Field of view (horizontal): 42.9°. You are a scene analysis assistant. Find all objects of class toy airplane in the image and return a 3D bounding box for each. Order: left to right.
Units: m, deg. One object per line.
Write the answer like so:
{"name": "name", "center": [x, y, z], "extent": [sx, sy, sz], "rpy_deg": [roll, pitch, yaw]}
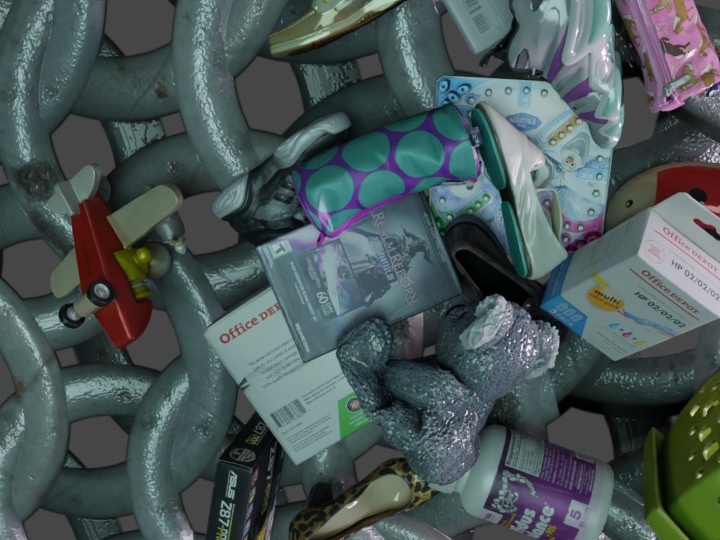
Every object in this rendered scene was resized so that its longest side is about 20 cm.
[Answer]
{"name": "toy airplane", "center": [-0.292, -0.027, 1.095], "extent": [0.200, 0.141, 0.200], "rpy_deg": [25, 101, 41]}

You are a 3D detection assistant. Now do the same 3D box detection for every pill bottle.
{"name": "pill bottle", "center": [0.186, 0.249, 1.083], "extent": [0.200, 0.112, 0.113], "rpy_deg": [18, 108, 5]}

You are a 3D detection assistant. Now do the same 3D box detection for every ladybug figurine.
{"name": "ladybug figurine", "center": [0.367, -0.046, 0.984], "extent": [0.199, 0.072, 0.136], "rpy_deg": [3, 106, 10]}

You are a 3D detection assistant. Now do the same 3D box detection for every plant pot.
{"name": "plant pot", "center": [0.421, 0.239, 0.997], "extent": [0.199, 0.200, 0.181], "rpy_deg": [47, 116, -5]}

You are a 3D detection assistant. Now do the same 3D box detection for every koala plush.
{"name": "koala plush", "center": [0.113, 0.109, 0.986], "extent": [0.200, 0.177, 0.184], "rpy_deg": [-40, 51, 15]}

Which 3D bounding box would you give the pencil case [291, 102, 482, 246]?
{"name": "pencil case", "center": [0.030, -0.104, 0.974], "extent": [0.200, 0.085, 0.093], "rpy_deg": [-22, 82, 2]}

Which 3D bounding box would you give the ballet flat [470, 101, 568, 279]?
{"name": "ballet flat", "center": [0.175, -0.091, 0.988], "extent": [0.069, 0.069, 0.200], "rpy_deg": [-16, 97, 15]}

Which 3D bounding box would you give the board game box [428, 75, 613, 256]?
{"name": "board game box", "center": [0.177, -0.111, 1.026], "extent": [0.199, 0.026, 0.201], "rpy_deg": [5, 107, 9]}

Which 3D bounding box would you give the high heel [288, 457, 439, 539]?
{"name": "high heel", "center": [0.015, 0.293, 1.111], "extent": [0.200, 0.143, 0.072], "rpy_deg": [-14, 103, 14]}

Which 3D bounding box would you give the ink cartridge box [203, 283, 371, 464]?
{"name": "ink cartridge box", "center": [-0.069, 0.107, 1.104], "extent": [0.146, 0.084, 0.200], "rpy_deg": [-31, 98, 16]}

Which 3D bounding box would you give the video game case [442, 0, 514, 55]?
{"name": "video game case", "center": [0.144, -0.355, 0.940], "extent": [0.182, 0.022, 0.200], "rpy_deg": [-32, 98, 1]}

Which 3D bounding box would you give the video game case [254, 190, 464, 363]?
{"name": "video game case", "center": [0.000, 0.000, 1.034], "extent": [0.200, 0.019, 0.143], "rpy_deg": [-23, 97, -3]}

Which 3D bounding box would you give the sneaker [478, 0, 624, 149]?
{"name": "sneaker", "center": [0.192, -0.209, 0.932], "extent": [0.140, 0.078, 0.200], "rpy_deg": [-5, 125, 20]}

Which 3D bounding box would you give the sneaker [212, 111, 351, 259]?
{"name": "sneaker", "center": [-0.068, -0.090, 1.055], "extent": [0.200, 0.075, 0.114], "rpy_deg": [-34, 99, 23]}

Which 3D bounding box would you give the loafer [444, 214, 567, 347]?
{"name": "loafer", "center": [0.161, 0.027, 1.032], "extent": [0.072, 0.063, 0.200], "rpy_deg": [-34, 109, 26]}

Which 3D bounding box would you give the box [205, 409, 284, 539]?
{"name": "box", "center": [-0.143, 0.289, 1.130], "extent": [0.049, 0.161, 0.201], "rpy_deg": [13, 107, 7]}

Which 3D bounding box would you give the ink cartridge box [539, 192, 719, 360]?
{"name": "ink cartridge box", "center": [0.297, 0.012, 0.954], "extent": [0.115, 0.068, 0.200], "rpy_deg": [34, 147, -11]}

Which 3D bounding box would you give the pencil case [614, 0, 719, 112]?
{"name": "pencil case", "center": [0.295, -0.262, 0.917], "extent": [0.083, 0.087, 0.200], "rpy_deg": [-26, 106, 0]}

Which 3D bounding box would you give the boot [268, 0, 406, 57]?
{"name": "boot", "center": [-0.035, -0.331, 0.977], "extent": [0.200, 0.072, 0.155], "rpy_deg": [-26, 101, 9]}
